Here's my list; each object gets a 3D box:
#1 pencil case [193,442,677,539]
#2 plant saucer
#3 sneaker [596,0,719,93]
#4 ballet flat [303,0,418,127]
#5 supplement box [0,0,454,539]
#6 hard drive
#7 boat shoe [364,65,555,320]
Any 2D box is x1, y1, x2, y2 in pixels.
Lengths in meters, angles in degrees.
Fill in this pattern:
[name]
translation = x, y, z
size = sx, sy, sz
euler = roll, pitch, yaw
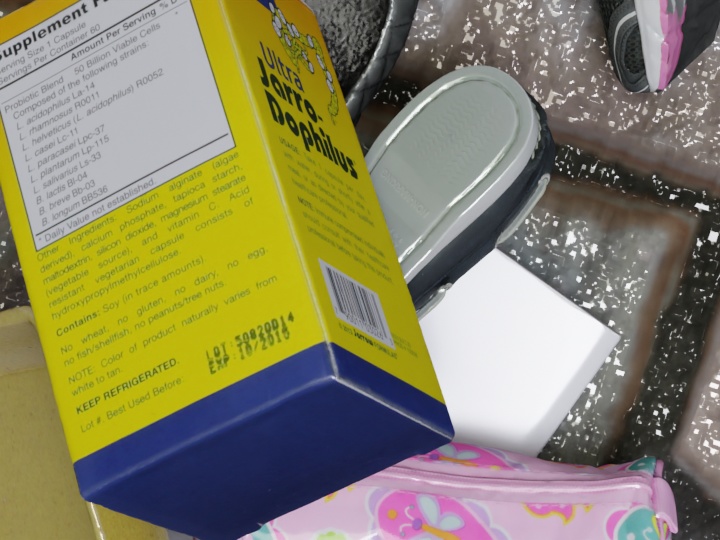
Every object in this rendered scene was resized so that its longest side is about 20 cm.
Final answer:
[pencil case]
translation = 0.028, 0.109, 0.884
size = 0.199, 0.087, 0.088
euler = 6, 94, 2
[plant saucer]
translation = -0.134, 0.115, 0.891
size = 0.048, 0.200, 0.201
euler = -18, 94, -36
[sneaker]
translation = 0.097, -0.174, 0.905
size = 0.086, 0.080, 0.201
euler = -3, 102, 34
[ballet flat]
translation = -0.023, -0.085, 0.914
size = 0.066, 0.057, 0.201
euler = 23, 93, 4
[supplement box]
translation = -0.058, -0.014, 0.821
size = 0.108, 0.109, 0.201
euler = -25, 65, 17
[hard drive]
translation = 0.002, 0.072, 0.939
size = 0.132, 0.025, 0.200
euler = 35, 95, 0
[boat shoe]
translation = 0.000, 0.000, 0.890
size = 0.200, 0.060, 0.076
euler = -36, 64, 7
